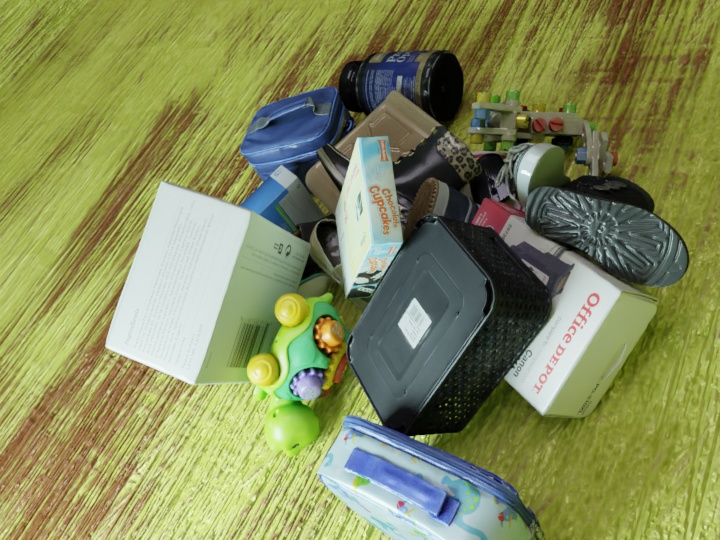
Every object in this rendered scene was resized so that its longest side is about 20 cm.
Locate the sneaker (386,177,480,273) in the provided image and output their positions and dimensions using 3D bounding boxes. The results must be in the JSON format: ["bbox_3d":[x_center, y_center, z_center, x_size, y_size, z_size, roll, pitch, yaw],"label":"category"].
[{"bbox_3d":[0.096,0.000,0.773,0.070,0.107,0.204,31,102,65],"label":"sneaker"}]

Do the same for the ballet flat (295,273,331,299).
[{"bbox_3d":[-0.118,0.079,0.890,0.197,0.070,0.070,-30,45,10],"label":"ballet flat"}]

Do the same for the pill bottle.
[{"bbox_3d":[0.062,-0.303,1.041,0.197,0.112,0.113,14,63,38],"label":"pill bottle"}]

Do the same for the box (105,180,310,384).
[{"bbox_3d":[-0.177,0.024,0.779,0.128,0.199,0.204,17,86,17],"label":"box"}]

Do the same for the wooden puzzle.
[{"bbox_3d":[0.039,-0.145,0.926,0.200,0.046,0.185,-45,59,0],"label":"wooden puzzle"}]

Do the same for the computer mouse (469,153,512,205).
[{"bbox_3d":[0.178,-0.084,0.817,0.058,0.034,0.203,-20,48,16],"label":"computer mouse"}]

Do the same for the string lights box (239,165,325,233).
[{"bbox_3d":[-0.157,-0.054,0.984,0.200,0.103,0.059,-45,45,-8],"label":"string lights box"}]

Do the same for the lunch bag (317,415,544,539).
[{"bbox_3d":[0.064,0.218,0.587,0.197,0.161,0.083,13,62,39],"label":"lunch bag"}]

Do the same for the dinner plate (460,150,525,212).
[{"bbox_3d":[0.151,-0.084,0.873,0.196,0.024,0.203,-18,47,20],"label":"dinner plate"}]

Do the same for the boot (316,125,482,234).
[{"bbox_3d":[0.049,-0.139,0.850,0.154,0.074,0.204,-44,66,-1],"label":"boot"}]

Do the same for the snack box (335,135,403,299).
[{"bbox_3d":[0.005,-0.051,0.716,0.036,0.200,0.119,-4,73,-10],"label":"snack box"}]

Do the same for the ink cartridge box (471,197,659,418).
[{"bbox_3d":[0.186,0.036,0.673,0.200,0.083,0.147,45,115,45],"label":"ink cartridge box"}]

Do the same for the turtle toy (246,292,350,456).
[{"bbox_3d":[-0.072,0.124,0.779,0.099,0.146,0.203,23,85,9],"label":"turtle toy"}]

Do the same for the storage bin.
[{"bbox_3d":[0.083,0.060,0.653,0.202,0.092,0.136,-60,43,27],"label":"storage bin"}]

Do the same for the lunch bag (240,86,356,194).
[{"bbox_3d":[-0.095,-0.218,1.056,0.196,0.133,0.138,-9,51,26],"label":"lunch bag"}]

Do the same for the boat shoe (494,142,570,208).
[{"bbox_3d":[0.196,-0.112,0.727,0.067,0.198,0.075,32,105,22],"label":"boat shoe"}]

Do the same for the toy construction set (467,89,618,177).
[{"bbox_3d":[0.237,-0.183,0.817,0.196,0.131,0.094,19,99,5],"label":"toy construction set"}]

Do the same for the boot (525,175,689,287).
[{"bbox_3d":[0.282,-0.052,0.675,0.163,0.198,0.067,33,114,26],"label":"boot"}]

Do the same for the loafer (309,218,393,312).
[{"bbox_3d":[0.000,0.000,0.839,0.198,0.069,0.076,35,75,23],"label":"loafer"}]

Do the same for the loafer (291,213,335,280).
[{"bbox_3d":[-0.073,-0.041,0.942,0.199,0.073,0.073,-38,43,-2],"label":"loafer"}]
